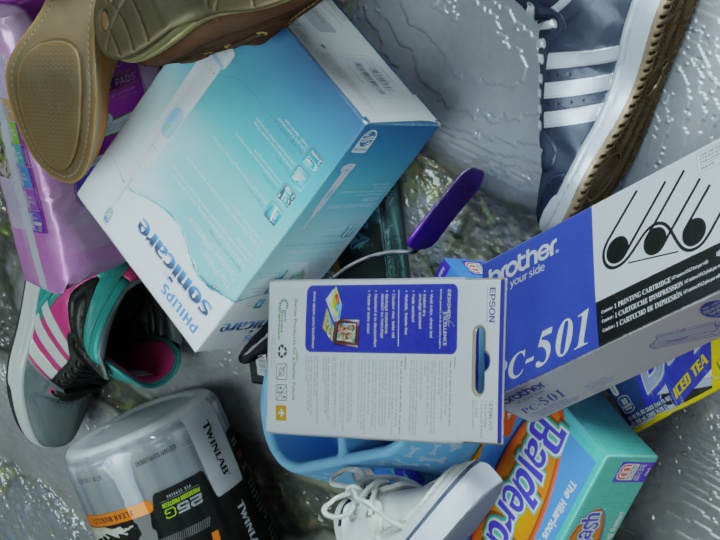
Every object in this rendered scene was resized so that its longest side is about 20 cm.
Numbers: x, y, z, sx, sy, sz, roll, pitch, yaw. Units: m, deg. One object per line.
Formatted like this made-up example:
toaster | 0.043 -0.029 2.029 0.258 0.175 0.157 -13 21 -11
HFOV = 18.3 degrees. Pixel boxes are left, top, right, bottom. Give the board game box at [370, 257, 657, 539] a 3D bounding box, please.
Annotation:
board game box | 0.084 0.112 1.384 0.200 0.045 0.153 50 125 43

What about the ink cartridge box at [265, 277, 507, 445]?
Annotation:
ink cartridge box | 0.020 0.053 1.325 0.199 0.037 0.096 -1 86 47

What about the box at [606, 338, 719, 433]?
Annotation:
box | 0.222 0.019 1.289 0.200 0.064 0.070 -34 88 42

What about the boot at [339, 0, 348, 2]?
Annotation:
boot | 0.073 -0.234 1.215 0.072 0.166 0.201 44 129 15

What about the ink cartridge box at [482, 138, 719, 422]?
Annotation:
ink cartridge box | 0.153 0.006 1.259 0.199 0.044 0.095 -30 48 39

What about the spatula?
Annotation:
spatula | 0.000 0.000 1.413 0.199 0.056 0.021 -35 78 15

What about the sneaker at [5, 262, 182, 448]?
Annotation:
sneaker | -0.188 0.065 1.632 0.120 0.083 0.201 34 127 33

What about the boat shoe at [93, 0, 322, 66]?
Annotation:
boat shoe | -0.067 -0.171 1.322 0.199 0.067 0.073 -18 71 34

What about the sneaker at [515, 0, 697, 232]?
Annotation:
sneaker | 0.119 -0.122 1.299 0.108 0.070 0.201 31 121 18

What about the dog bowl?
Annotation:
dog bowl | 0.004 0.078 1.418 0.199 0.049 0.113 -17 72 53

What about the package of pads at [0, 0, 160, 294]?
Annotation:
package of pads | -0.189 -0.097 1.523 0.075 0.120 0.202 10 118 49

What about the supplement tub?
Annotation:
supplement tub | -0.122 0.197 1.610 0.122 0.122 0.201 -17 100 42

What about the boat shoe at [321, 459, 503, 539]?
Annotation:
boat shoe | 0.009 0.157 1.370 0.086 0.074 0.202 48 138 10

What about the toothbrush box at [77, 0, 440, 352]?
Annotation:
toothbrush box | -0.068 -0.069 1.418 0.147 0.085 0.200 50 118 24

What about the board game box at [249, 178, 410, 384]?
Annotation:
board game box | -0.027 -0.011 1.498 0.134 0.028 0.202 9 115 35

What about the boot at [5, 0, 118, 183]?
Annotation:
boot | -0.152 -0.167 1.437 0.073 0.154 0.202 18 117 27
